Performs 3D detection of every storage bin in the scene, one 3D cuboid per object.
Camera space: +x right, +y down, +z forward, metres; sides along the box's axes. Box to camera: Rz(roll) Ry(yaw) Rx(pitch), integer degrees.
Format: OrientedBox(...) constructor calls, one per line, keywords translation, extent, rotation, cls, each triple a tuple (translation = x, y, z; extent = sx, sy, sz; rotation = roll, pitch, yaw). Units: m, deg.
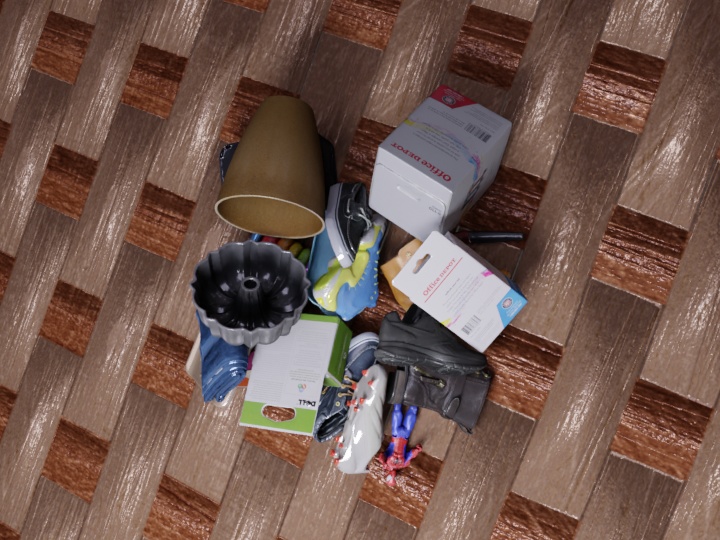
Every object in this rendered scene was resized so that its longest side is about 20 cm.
OrientedBox(translation=(-0.148, -0.170, 1.531), extent=(0.196, 0.094, 0.138), rotation=(-9, 83, 17), cls="storage bin")

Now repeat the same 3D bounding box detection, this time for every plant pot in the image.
OrientedBox(translation=(-0.135, -0.181, 1.400), extent=(0.183, 0.186, 0.204), rotation=(3, 73, 17), cls="plant pot")

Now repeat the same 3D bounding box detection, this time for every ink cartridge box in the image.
OrientedBox(translation=(0.152, 0.023, 1.331), extent=(0.199, 0.068, 0.116), rotation=(36, 105, -17), cls="ink cartridge box")
OrientedBox(translation=(-0.109, 0.179, 1.418), extent=(0.145, 0.076, 0.204), rotation=(3, 69, 23), cls="ink cartridge box")
OrientedBox(translation=(0.128, -0.171, 1.369), extent=(0.144, 0.146, 0.200), rotation=(33, 55, 16), cls="ink cartridge box")

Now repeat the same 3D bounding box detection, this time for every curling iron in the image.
OrientedBox(translation=(0.182, -0.055, 1.443), extent=(0.196, 0.050, 0.026), rotation=(2, 98, 14), cls="curling iron")

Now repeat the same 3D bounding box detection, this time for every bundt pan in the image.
OrientedBox(translation=(-0.183, 0.047, 1.393), extent=(0.198, 0.077, 0.204), rotation=(4, 46, -4), cls="bundt pan")

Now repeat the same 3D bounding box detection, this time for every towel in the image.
OrientedBox(translation=(-0.239, 0.117, 1.441), extent=(0.112, 0.048, 0.202), rotation=(-44, 39, 32), cls="towel")

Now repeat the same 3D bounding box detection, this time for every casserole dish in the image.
OrientedBox(translation=(-0.035, -0.013, 1.476), extent=(0.119, 0.039, 0.204), rotation=(15, 73, -15), cls="casserole dish")

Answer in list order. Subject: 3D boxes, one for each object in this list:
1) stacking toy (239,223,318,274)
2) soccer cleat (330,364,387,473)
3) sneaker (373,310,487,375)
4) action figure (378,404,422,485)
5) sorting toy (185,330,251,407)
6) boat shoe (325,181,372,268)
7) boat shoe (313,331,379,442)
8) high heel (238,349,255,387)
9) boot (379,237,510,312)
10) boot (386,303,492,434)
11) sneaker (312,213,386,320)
OrientedBox(translation=(-0.112, -0.004, 1.511), extent=(0.197, 0.116, 0.111), rotation=(27, 96, 6), cls="stacking toy")
OrientedBox(translation=(0.013, 0.250, 1.404), extent=(0.076, 0.069, 0.203), rotation=(14, 107, -21), cls="soccer cleat")
OrientedBox(translation=(0.119, 0.115, 1.338), extent=(0.197, 0.076, 0.093), rotation=(15, 70, -23), cls="sneaker")
OrientedBox(translation=(0.074, 0.273, 1.420), extent=(0.064, 0.099, 0.204), rotation=(11, 92, -9), cls="action figure")
OrientedBox(translation=(-0.245, 0.133, 1.520), extent=(0.199, 0.036, 0.188), rotation=(23, 91, 58), cls="sorting toy")
OrientedBox(translation=(-0.015, -0.089, 1.392), extent=(0.070, 0.073, 0.202), rotation=(-17, 42, 12), cls="boat shoe")
OrientedBox(translation=(-0.021, 0.206, 1.454), extent=(0.201, 0.070, 0.091), rotation=(-51, 31, 14), cls="boat shoe")
OrientedBox(translation=(-0.180, 0.154, 1.546), extent=(0.197, 0.068, 0.098), rotation=(-14, 53, 20), cls="high heel")
OrientedBox(translation=(0.140, 0.001, 1.421), extent=(0.199, 0.071, 0.146), rotation=(-28, 97, 21), cls="boot")
OrientedBox(translation=(0.141, 0.160, 1.410), extent=(0.171, 0.069, 0.204), rotation=(15, 87, -11), cls="boot")
OrientedBox(translation=(0.000, 0.000, 1.438), extent=(0.075, 0.105, 0.201), rotation=(1, 48, 54), cls="sneaker")
